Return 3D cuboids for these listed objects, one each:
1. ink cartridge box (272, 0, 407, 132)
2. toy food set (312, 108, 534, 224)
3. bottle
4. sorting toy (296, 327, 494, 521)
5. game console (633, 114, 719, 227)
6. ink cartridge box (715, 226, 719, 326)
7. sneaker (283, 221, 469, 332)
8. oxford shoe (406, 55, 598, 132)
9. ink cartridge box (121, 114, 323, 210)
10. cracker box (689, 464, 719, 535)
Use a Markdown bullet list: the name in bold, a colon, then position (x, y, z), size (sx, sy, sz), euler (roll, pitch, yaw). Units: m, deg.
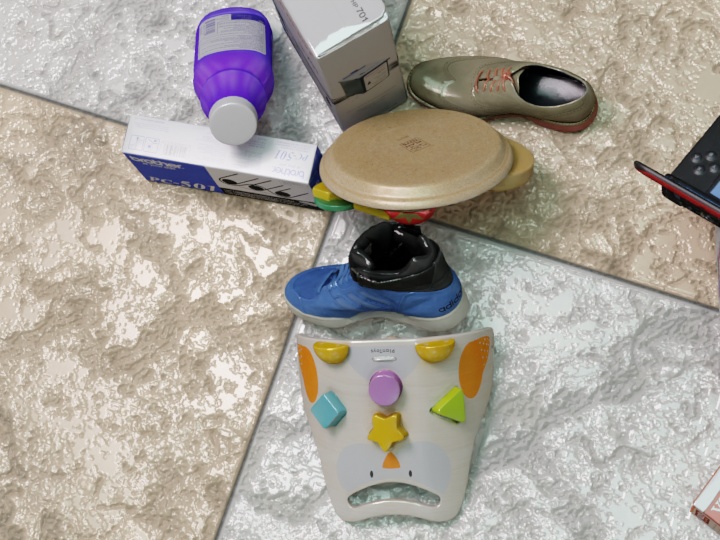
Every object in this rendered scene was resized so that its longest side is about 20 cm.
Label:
- **ink cartridge box**: position (-0.028, -0.247, 1.554), size (0.085, 0.200, 0.147), euler (-30, 73, 0)
- **toy food set**: position (0.055, -0.103, 1.529), size (0.196, 0.049, 0.199), euler (19, 39, 35)
- **bottle**: position (-0.127, -0.196, 1.572), size (0.082, 0.066, 0.201), euler (-6, 35, -1)
- **sorting toy**: position (0.032, 0.152, 1.508), size (0.197, 0.107, 0.183), euler (-3, 94, 8)
- **game console**: position (0.368, -0.075, 1.392), size (0.199, 0.119, 0.173), euler (34, 69, 25)
- **ink cartridge box**: position (0.408, 0.007, 1.456), size (0.142, 0.085, 0.202), euler (0, 60, 8)
- **sneaker**: position (0.001, -0.001, 1.506), size (0.198, 0.112, 0.077), euler (7, 52, 31)
- **oxford shoe**: position (0.142, -0.191, 1.578), size (0.197, 0.075, 0.071), euler (6, 77, 11)
- **ink cartridge box**: position (-0.134, -0.109, 1.589), size (0.197, 0.094, 0.045), euler (10, 77, 12)
- **cracker box**: position (0.422, 0.227, 1.434), size (0.199, 0.058, 0.134), euler (37, 83, 16)
